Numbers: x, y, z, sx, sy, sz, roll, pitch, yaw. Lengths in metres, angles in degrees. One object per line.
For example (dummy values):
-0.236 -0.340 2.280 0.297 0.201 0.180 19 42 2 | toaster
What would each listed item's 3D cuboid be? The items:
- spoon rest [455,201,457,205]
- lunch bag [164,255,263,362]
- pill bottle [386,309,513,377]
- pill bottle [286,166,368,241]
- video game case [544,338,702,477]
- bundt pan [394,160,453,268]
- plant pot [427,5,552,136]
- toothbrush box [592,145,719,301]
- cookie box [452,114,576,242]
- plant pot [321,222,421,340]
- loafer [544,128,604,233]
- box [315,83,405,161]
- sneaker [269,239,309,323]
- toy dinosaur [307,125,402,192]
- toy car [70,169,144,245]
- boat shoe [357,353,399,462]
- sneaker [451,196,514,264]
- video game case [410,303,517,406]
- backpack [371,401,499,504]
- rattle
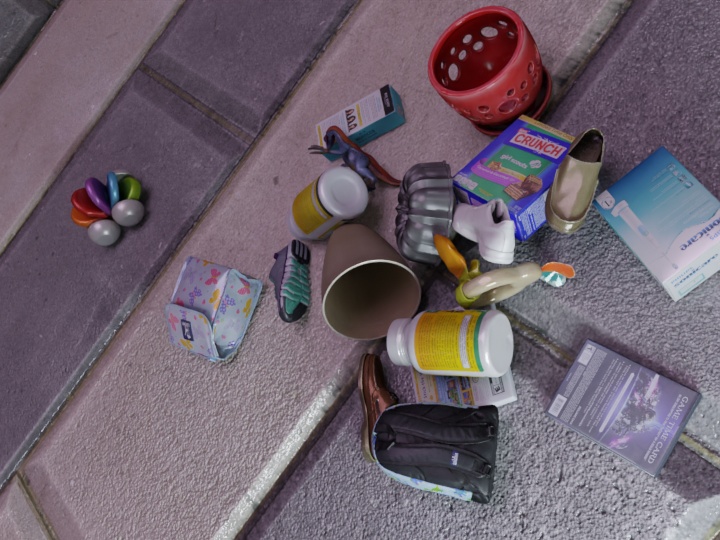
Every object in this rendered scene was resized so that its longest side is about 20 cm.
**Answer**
0.233 -0.096 1.536 0.099 0.061 0.200 -29 41 19 | spoon rest
-0.331 0.086 1.788 0.169 0.127 0.201 15 84 41 | lunch bag
0.150 0.124 1.409 0.200 0.113 0.113 -3 66 34 | pill bottle
-0.076 -0.129 1.686 0.200 0.112 0.112 -30 48 56 | pill bottle
0.405 0.210 1.279 0.200 0.019 0.143 28 86 39 | video game case
0.111 -0.107 1.524 0.076 0.202 0.202 4 63 -9 | bundt pan
0.254 -0.371 1.566 0.200 0.182 0.201 -15 60 28 | plant pot
0.495 -0.076 1.314 0.146 0.085 0.200 -41 50 13 | toothbrush box
0.292 -0.170 1.474 0.200 0.075 0.171 -42 47 -15 | cookie box
0.000 0.000 1.579 0.187 0.187 0.200 -38 36 13 | plant pot
0.356 -0.155 1.358 0.076 0.067 0.200 14 67 11 | loafer
-0.002 -0.324 1.809 0.200 0.049 0.082 -24 57 23 | box
-0.157 0.033 1.736 0.087 0.074 0.200 -25 44 35 | sneaker
-0.012 -0.234 1.744 0.199 0.105 0.182 -8 67 -7 | toy dinosaur
-0.670 -0.181 2.138 0.200 0.150 0.175 -35 52 16 | toy car
0.041 0.245 1.489 0.068 0.072 0.201 -14 70 25 | boat shoe
0.216 -0.089 1.393 0.200 0.075 0.089 -125 40 -59 | sneaker
0.173 0.164 1.462 0.182 0.023 0.200 -23 57 24 | video game case
0.116 0.294 1.356 0.199 0.154 0.164 7 72 -1 | backpack
0.248 -0.018 1.416 0.200 0.130 0.143 -24 54 11 | rattle
